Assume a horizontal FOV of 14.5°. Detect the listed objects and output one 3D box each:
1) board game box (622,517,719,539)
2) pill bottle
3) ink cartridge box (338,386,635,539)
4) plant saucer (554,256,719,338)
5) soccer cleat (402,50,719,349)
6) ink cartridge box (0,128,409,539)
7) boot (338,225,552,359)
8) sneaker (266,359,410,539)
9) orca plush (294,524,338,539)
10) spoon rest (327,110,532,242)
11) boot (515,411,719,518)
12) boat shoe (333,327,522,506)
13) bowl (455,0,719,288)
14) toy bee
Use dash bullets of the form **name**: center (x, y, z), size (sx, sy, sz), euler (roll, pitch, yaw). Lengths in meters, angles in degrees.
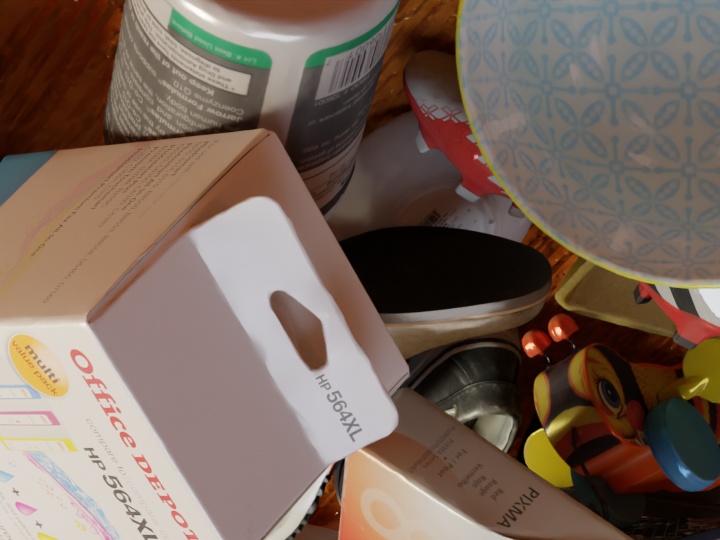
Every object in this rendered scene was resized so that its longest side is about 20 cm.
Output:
- **board game box**: center (0.084, 0.154, 1.445), size (0.135, 0.035, 0.200), euler (-10, -177, -39)
- **pill bottle**: center (-0.051, -0.080, 1.211), size (0.113, 0.113, 0.200), euler (4, 143, -11)
- **ink cartridge box**: center (0.077, 0.164, 1.295), size (0.200, 0.050, 0.162), euler (36, 147, 22)
- **plant saucer**: center (0.222, -0.032, 1.359), size (0.199, 0.049, 0.200), euler (15, 140, -23)
- **soccer cleat**: center (0.111, -0.047, 1.272), size (0.200, 0.069, 0.085), euler (37, 127, -2)
- **ink cartridge box**: center (-0.091, 0.032, 1.160), size (0.200, 0.125, 0.129), euler (-3, 126, 47)
- **boot**: center (-0.005, 0.031, 1.296), size (0.199, 0.074, 0.076), euler (-9, 117, 15)
- **sneaker**: center (-0.047, 0.070, 1.472), size (0.093, 0.070, 0.200), euler (26, 139, -10)
- **orca plush**: center (-0.091, 0.195, 1.558), size (0.200, 0.105, 0.071), euler (-23, 135, -48)
- **spoon rest**: center (0.000, 0.000, 1.353), size (0.200, 0.061, 0.099), euler (-44, 120, 11)
- **boot**: center (0.181, 0.128, 1.558), size (0.199, 0.073, 0.182), euler (2, 131, -19)
- **boat shoe**: center (0.033, 0.099, 1.502), size (0.072, 0.071, 0.200), euler (6, 145, -14)
- **bowl**: center (0.146, -0.098, 1.190), size (0.199, 0.201, 0.108), euler (-13, -175, 13)
- **toy bee**: center (0.132, 0.068, 1.397), size (0.131, 0.109, 0.200), euler (-27, 172, 11)
